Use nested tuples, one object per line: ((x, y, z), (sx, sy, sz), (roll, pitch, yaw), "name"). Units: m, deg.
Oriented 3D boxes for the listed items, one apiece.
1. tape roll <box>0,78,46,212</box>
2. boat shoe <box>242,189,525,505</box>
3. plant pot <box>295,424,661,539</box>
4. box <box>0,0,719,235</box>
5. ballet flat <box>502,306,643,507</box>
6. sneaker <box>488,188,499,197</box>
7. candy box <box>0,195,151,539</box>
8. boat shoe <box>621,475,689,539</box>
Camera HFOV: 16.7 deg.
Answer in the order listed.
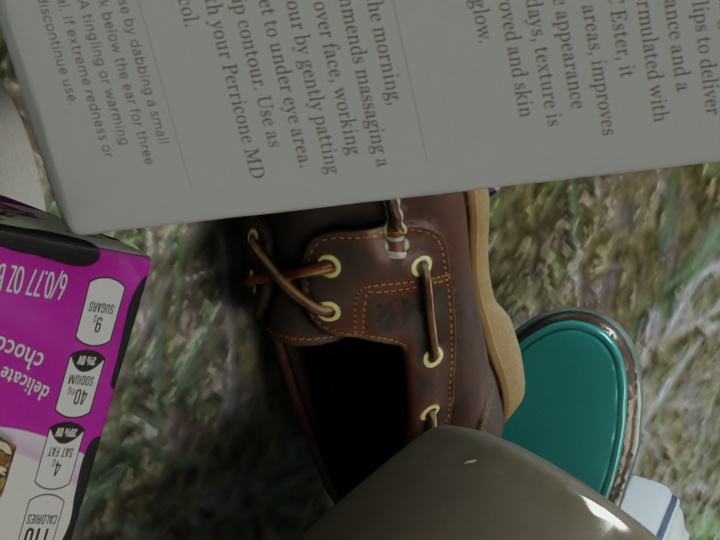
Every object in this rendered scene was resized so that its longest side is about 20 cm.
((-0.160, 0.017, 0.577), (0.202, 0.037, 0.204), (-22, 121, -42), "tape roll")
((0.000, 0.000, 0.730), (0.070, 0.070, 0.201), (-46, 135, -28), "boat shoe")
((0.018, 0.146, 0.702), (0.175, 0.200, 0.200), (-53, 138, -15), "plant pot")
((0.024, -0.103, 0.576), (0.153, 0.199, 0.107), (-83, 163, -55), "box")
((0.048, 0.107, 0.852), (0.064, 0.067, 0.201), (-3, 111, -78), "ballet flat")
((0.033, -0.110, 0.718), (0.077, 0.076, 0.201), (-30, 131, -41), "sneaker")
((-0.136, 0.076, 0.552), (0.136, 0.061, 0.201), (10, 98, -51), "candy box")
((0.103, 0.157, 0.859), (0.200, 0.069, 0.071), (-71, 178, -50), "boat shoe")
